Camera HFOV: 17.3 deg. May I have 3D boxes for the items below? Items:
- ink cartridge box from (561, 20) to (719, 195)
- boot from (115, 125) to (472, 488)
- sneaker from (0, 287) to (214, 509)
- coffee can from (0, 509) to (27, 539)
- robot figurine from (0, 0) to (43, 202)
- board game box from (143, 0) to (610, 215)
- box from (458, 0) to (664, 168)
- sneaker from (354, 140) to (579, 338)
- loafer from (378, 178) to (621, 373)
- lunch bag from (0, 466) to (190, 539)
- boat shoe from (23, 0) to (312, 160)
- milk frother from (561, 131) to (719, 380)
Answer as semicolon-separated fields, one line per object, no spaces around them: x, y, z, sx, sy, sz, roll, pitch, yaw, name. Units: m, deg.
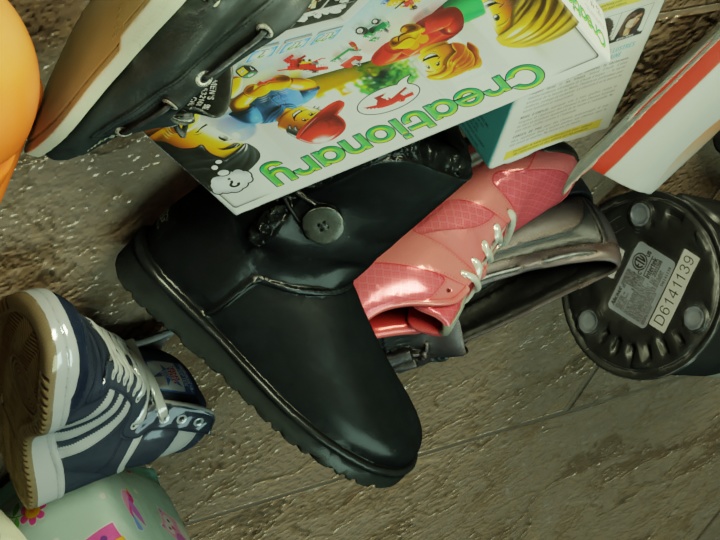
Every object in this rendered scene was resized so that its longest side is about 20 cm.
0.194;-0.102;1.263;0.162;0.050;0.200;-45;-179;22;ink cartridge box
0.000;0.000;1.188;0.168;0.200;0.076;-42;-163;22;boot
-0.131;0.054;1.228;0.108;0.070;0.200;-18;157;-18;sneaker
-0.277;0.213;1.253;0.200;0.146;0.146;-42;152;17;coffee can
-0.199;-0.049;0.932;0.144;0.117;0.200;22;125;-23;robot figurine
-0.006;-0.100;1.048;0.200;0.035;0.126;-22;143;22;board game box
0.108;-0.140;1.191;0.082;0.049;0.200;-20;151;-27;box
0.044;-0.005;1.307;0.200;0.087;0.074;-25;154;-16;sneaker
0.061;0.018;1.390;0.200;0.063;0.072;-32;153;-3;loafer
-0.181;0.223;1.349;0.200;0.170;0.122;-37;150;11;lunch bag
-0.077;-0.087;0.954;0.066;0.075;0.199;24;146;-18;boat shoe
0.266;0.022;1.476;0.188;0.200;0.181;5;131;-52;milk frother
